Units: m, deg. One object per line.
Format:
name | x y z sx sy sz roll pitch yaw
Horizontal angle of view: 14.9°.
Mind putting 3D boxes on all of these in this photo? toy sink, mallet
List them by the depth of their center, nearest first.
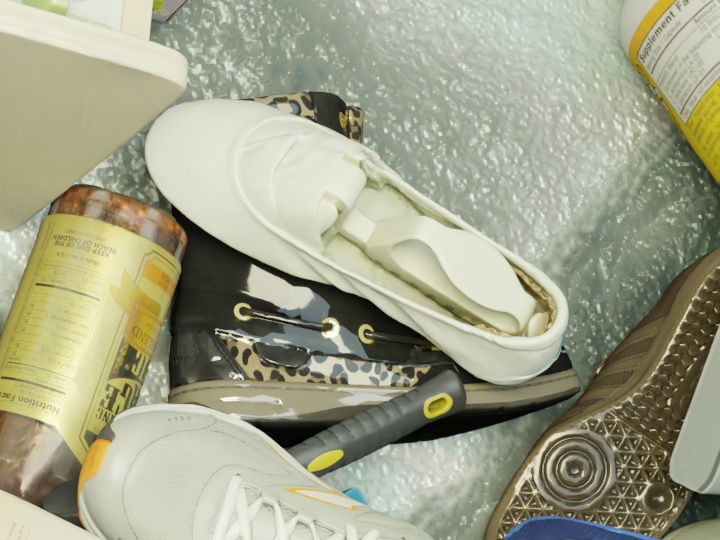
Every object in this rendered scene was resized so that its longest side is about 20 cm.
toy sink | -0.158 -0.108 1.096 0.130 0.200 0.113 14 69 -23
mallet | -0.042 0.078 1.126 0.200 0.041 0.066 -32 116 -25

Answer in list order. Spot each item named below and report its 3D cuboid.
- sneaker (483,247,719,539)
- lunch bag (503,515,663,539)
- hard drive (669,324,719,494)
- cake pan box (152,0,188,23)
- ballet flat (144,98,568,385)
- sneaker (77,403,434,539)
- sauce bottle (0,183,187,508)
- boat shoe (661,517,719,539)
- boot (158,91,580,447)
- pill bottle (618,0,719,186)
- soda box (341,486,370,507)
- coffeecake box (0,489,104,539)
sneaker | 0.131 0.073 1.275 0.070 0.076 0.200 43 82 -1
lunch bag | 0.139 0.193 1.173 0.199 0.132 0.136 16 112 -13
hard drive | 0.224 0.041 1.273 0.200 0.026 0.132 7 105 -53
cake pan box | -0.152 -0.224 1.216 0.184 0.052 0.201 17 61 -25
ballet flat | 0.005 -0.020 1.156 0.200 0.069 0.070 31 62 -8
sneaker | -0.015 0.109 1.070 0.200 0.092 0.076 29 76 -30
sauce bottle | -0.129 0.065 1.135 0.066 0.066 0.201 23 75 -20
boat shoe | 0.216 0.144 1.281 0.199 0.072 0.068 2 90 -43
boot | 0.000 0.000 1.224 0.199 0.073 0.151 -2 76 -23
pill bottle | 0.194 -0.106 1.319 0.112 0.113 0.200 -22 68 -31
soda box | -0.068 0.172 1.135 0.200 0.064 0.068 -33 92 -32
coffeecake box | -0.094 0.193 1.028 0.200 0.073 0.154 30 70 -24
